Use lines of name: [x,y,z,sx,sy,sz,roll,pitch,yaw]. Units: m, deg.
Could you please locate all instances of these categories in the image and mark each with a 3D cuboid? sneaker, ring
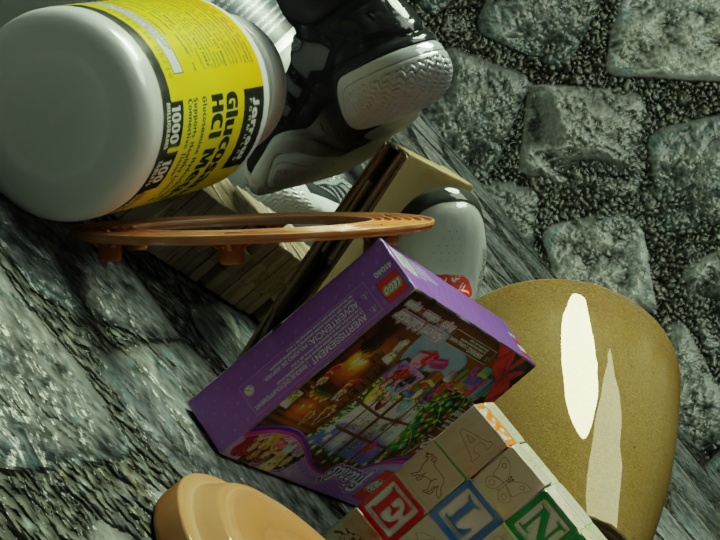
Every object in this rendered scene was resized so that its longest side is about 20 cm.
sneaker: [-0.042,-0.055,1.658,0.200,0.075,0.114,44,31,-63]
ring: [-0.059,-0.018,1.252,0.200,0.200,0.019,-38,127,-82]
sneaker: [0.047,0.056,1.400,0.067,0.202,0.108,2,38,-22]
sneaker: [-0.023,-0.126,1.382,0.075,0.200,0.114,-16,79,-34]

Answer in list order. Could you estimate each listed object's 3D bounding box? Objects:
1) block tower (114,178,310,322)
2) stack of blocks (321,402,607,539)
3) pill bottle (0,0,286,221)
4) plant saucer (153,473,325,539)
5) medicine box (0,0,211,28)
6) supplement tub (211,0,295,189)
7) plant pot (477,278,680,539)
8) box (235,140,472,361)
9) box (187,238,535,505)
block tower: [-0.091,-0.024,1.440,0.054,0.058,0.200,54,8,32]
stack of blocks: [0.087,0.183,1.225,0.200,0.115,0.059,51,9,10]
pill bottle: [-0.119,-0.094,1.261,0.113,0.112,0.200,50,24,8]
plant saucer: [-0.016,0.170,1.045,0.200,0.032,0.200,48,8,-9]
medicine box: [-0.153,-0.206,1.423,0.103,0.183,0.200,19,4,8]
supplement tub: [-0.119,-0.162,1.613,0.200,0.140,0.140,48,8,-6]
plant pot: [0.134,0.138,1.539,0.186,0.186,0.200,45,23,-25]
box: [0.000,0.000,1.439,0.021,0.164,0.200,35,5,13]
box: [0.006,0.063,1.271,0.039,0.137,0.200,54,10,25]
